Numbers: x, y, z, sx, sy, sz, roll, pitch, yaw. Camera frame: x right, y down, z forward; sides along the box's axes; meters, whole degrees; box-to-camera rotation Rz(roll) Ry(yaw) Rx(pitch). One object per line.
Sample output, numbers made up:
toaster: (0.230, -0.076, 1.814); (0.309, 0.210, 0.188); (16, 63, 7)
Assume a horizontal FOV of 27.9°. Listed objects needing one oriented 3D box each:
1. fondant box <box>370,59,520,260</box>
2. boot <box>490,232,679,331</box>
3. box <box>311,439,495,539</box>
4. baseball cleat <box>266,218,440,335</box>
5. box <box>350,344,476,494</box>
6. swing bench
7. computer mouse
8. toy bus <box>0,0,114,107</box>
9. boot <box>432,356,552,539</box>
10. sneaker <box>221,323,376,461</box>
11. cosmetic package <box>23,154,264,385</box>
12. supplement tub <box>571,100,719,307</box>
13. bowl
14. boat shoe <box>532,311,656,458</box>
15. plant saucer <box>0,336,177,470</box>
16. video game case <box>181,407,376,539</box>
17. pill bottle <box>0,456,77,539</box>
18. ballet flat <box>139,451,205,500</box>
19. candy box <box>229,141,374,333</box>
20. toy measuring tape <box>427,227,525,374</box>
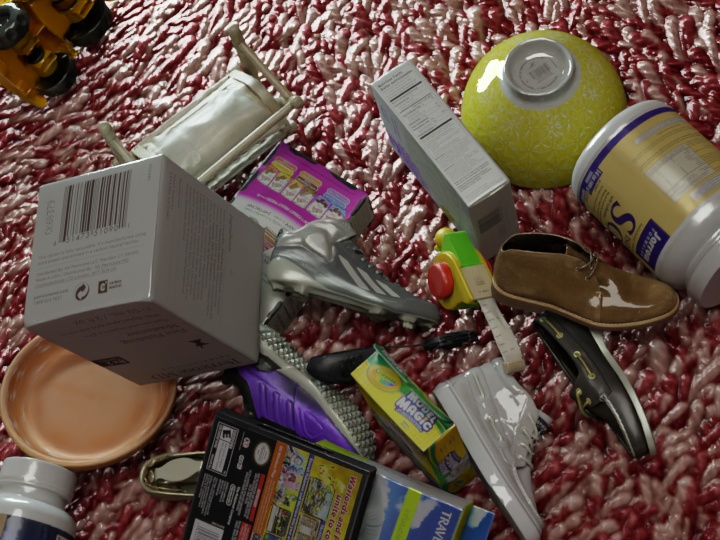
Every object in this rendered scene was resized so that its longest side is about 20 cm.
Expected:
fondant box: (0.098, -0.122, 1.633); (0.058, 0.144, 0.200); (-33, 63, -4)
boot: (0.239, 0.010, 1.524); (0.200, 0.076, 0.074); (9, 42, 8)
box: (0.025, 0.267, 1.487); (0.200, 0.048, 0.122); (20, 98, 19)
baseball cleat: (0.000, 0.000, 1.596); (0.200, 0.070, 0.107); (15, 78, -9)
box: (0.055, 0.155, 1.475); (0.048, 0.200, 0.117); (-40, 63, -10)
swing bench: (-0.182, -0.158, 1.691); (0.199, 0.200, 0.130); (-40, 87, -8)
computer mouse: (0.037, 0.095, 1.573); (0.200, 0.059, 0.034); (-10, 89, -15)
toy bus: (-0.443, -0.328, 1.856); (0.192, 0.136, 0.200); (17, 71, 32)
boot: (0.161, 0.182, 1.513); (0.095, 0.074, 0.200); (-28, 65, -4)
sneaker: (-0.073, 0.158, 1.579); (0.200, 0.070, 0.100); (45, 103, 14)
cosmetic package: (-0.222, 0.005, 1.527); (0.165, 0.200, 0.165); (-12, 62, 27)
supplement tub: (0.342, -0.072, 1.561); (0.145, 0.145, 0.200); (-38, 63, -8)
bowl: (0.210, -0.207, 1.674); (0.200, 0.108, 0.201); (-4, 64, 8)
boat shoe: (0.247, 0.119, 1.529); (0.060, 0.072, 0.201); (-22, 54, -3)
plant saucer: (-0.302, 0.140, 1.624); (0.200, 0.037, 0.200); (-3, 53, 3)
video game case: (-0.092, 0.266, 1.493); (0.180, 0.025, 0.200); (19, 100, 20)
pill bottle: (-0.365, 0.305, 1.533); (0.111, 0.111, 0.200); (5, 65, 13)
ballet flat: (-0.144, 0.220, 1.558); (0.200, 0.069, 0.070); (-4, 64, 9)
candy box: (-0.097, -0.033, 1.674); (0.136, 0.061, 0.200); (33, 74, 22)
toy measuring tape: (0.123, 0.040, 1.589); (0.073, 0.074, 0.200); (-23, 61, -1)
